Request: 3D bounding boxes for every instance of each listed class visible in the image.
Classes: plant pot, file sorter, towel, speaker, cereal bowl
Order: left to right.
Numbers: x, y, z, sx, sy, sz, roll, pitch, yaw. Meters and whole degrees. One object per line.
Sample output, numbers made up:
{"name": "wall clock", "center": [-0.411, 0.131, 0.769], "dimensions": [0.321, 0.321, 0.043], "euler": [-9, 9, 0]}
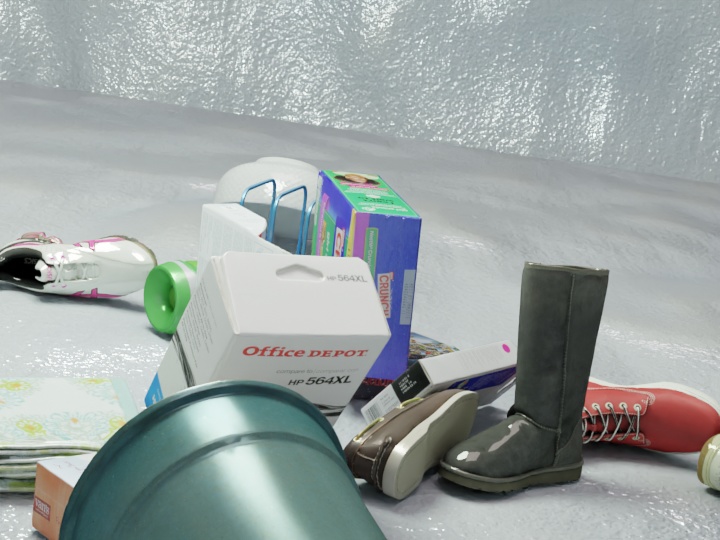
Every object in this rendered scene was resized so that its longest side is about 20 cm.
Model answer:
{"name": "towel", "center": [-0.273, 0.135, 1.292], "dimensions": [0.169, 0.049, 0.200], "euler": [5, 14, -18]}
{"name": "speaker", "center": [-0.145, 0.027, 1.734], "dimensions": [0.198, 0.090, 0.088], "euler": [-3, 17, -40]}
{"name": "plant pot", "center": [-0.054, 0.199, 0.894], "dimensions": [0.198, 0.203, 0.196], "euler": [0, 23, -30]}
{"name": "cereal bowl", "center": [-0.110, -0.108, 2.158], "dimensions": [0.197, 0.085, 0.200], "euler": [9, -12, 2]}
{"name": "file sorter", "center": [-0.054, -0.038, 1.974], "dimensions": [0.197, 0.125, 0.139], "euler": [12, 13, 15]}

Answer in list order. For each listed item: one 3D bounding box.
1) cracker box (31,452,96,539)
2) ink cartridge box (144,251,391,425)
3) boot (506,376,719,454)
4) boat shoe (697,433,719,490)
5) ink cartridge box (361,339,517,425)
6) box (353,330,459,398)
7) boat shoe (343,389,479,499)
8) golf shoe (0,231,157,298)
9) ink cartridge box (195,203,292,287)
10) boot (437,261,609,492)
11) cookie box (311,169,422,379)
{"name": "cracker box", "center": [-0.133, 0.181, 1.165], "dimensions": [0.198, 0.059, 0.133], "euler": [-2, 16, -41]}
{"name": "ink cartridge box", "center": [-0.082, 0.081, 1.281], "dimensions": [0.144, 0.201, 0.085], "euler": [1, 51, -27]}
{"name": "boot", "center": [0.251, 0.154, 1.500], "dimensions": [0.198, 0.074, 0.144], "euler": [7, 11, 30]}
{"name": "boat shoe", "center": [0.421, 0.187, 1.473], "dimensions": [0.198, 0.075, 0.066], "euler": [-10, 24, -26]}
{"name": "ink cartridge box", "center": [0.096, 0.113, 1.518], "dimensions": [0.199, 0.095, 0.037], "euler": [-5, 59, -49]}
{"name": "box", "center": [0.015, 0.099, 1.636], "dimensions": [0.197, 0.038, 0.137], "euler": [4, 15, -20]}
{"name": "boat shoe", "center": [0.050, 0.149, 1.389], "dimensions": [0.059, 0.073, 0.200], "euler": [17, 21, 23]}
{"name": "golf shoe", "center": [-0.333, 0.002, 1.763], "dimensions": [0.197, 0.074, 0.092], "euler": [2, 17, 17]}
{"name": "ink cartridge box", "center": [-0.111, 0.032, 1.571], "dimensions": [0.047, 0.162, 0.199], "euler": [-2, 17, -33]}
{"name": "boot", "center": [0.153, 0.094, 1.391], "dimensions": [0.180, 0.203, 0.072], "euler": [-4, 17, -41]}
{"name": "cookie box", "center": [0.000, 0.000, 1.583], "dimensions": [0.074, 0.174, 0.200], "euler": [2, 14, -14]}
